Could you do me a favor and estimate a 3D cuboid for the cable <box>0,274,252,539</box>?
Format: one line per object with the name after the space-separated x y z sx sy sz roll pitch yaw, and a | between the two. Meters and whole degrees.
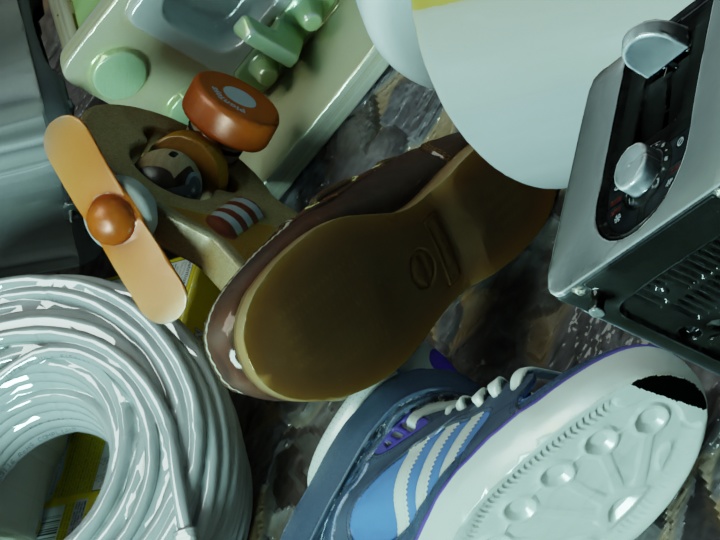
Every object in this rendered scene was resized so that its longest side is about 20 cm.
-0.145 0.100 1.368 0.199 0.069 0.201 -6 63 20 | cable

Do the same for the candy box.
-0.121 0.091 1.458 0.102 0.026 0.201 -12 57 52 | candy box

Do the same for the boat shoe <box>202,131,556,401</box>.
0.000 0.000 1.228 0.070 0.071 0.200 -5 18 43 | boat shoe

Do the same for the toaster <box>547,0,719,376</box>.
0.188 -0.032 0.944 0.181 0.199 0.119 -37 35 48 | toaster

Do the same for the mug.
0.112 -0.124 1.137 0.153 0.187 0.150 -6 51 45 | mug

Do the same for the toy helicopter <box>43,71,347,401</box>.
-0.067 -0.012 1.359 0.200 0.132 0.079 48 118 33 | toy helicopter

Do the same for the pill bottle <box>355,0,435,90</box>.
0.036 -0.176 1.346 0.111 0.110 0.200 -48 34 23 | pill bottle

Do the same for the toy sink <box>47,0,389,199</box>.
-0.079 -0.144 1.493 0.130 0.112 0.200 -50 33 21 | toy sink

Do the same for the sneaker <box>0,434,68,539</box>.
-0.244 0.079 1.466 0.074 0.199 0.116 82 -159 -73 | sneaker

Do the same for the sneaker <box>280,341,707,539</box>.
0.046 0.061 1.174 0.200 0.080 0.147 -51 36 30 | sneaker

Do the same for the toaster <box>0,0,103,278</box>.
-0.207 -0.062 1.508 0.128 0.114 0.200 -14 40 -6 | toaster
